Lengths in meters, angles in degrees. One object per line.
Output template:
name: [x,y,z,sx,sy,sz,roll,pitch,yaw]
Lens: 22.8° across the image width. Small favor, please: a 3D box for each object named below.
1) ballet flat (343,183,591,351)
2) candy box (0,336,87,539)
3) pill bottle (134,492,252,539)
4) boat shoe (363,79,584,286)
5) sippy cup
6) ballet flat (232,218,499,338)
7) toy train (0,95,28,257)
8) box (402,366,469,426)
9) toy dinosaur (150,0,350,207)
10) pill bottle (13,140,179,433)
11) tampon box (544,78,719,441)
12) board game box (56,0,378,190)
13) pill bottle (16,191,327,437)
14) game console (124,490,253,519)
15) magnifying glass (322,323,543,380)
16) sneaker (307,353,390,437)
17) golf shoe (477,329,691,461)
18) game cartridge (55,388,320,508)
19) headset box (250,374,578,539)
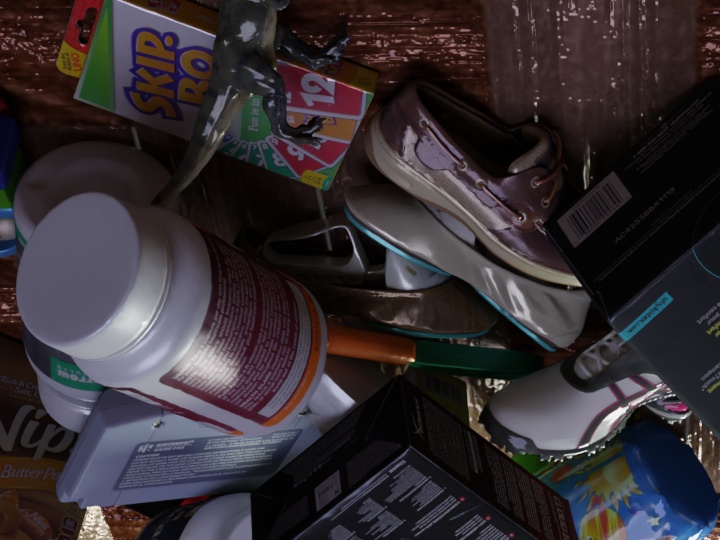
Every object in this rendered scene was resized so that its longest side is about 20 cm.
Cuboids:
ballet flat: [0.081,-0.019,1.210,0.199,0.070,0.069,32,133,-23]
candy box: [-0.262,0.156,1.351,0.114,0.201,0.055,24,137,-14]
pill bottle: [-0.102,0.229,1.373,0.110,0.112,0.200,28,158,-18]
boat shoe: [0.101,-0.060,1.152,0.199,0.073,0.072,32,135,-12]
sippy cup: [0.195,0.186,1.351,0.130,0.140,0.177,-43,155,29]
ballet flat: [0.000,0.000,1.247,0.198,0.068,0.073,8,118,9]
toy train: [-0.323,-0.062,1.235,0.197,0.085,0.116,3,150,9]
box: [0.015,0.169,1.367,0.050,0.076,0.201,23,119,-14]
toy dinosaur: [-0.058,-0.124,1.099,0.087,0.047,0.202,16,102,-16]
pill bottle: [-0.183,0.017,1.255,0.112,0.114,0.201,9,136,2]
tampon box: [0.244,0.013,1.121,0.150,0.127,0.200,-41,119,10]
board game box: [-0.097,-0.123,1.158,0.198,0.030,0.096,21,135,-7]
pill bottle: [-0.117,0.028,1.127,0.113,0.115,0.200,-17,154,26]
game console: [-0.109,0.157,1.452,0.176,0.031,0.200,29,134,-13]
magnifying glass: [0.048,0.058,1.253,0.198,0.023,0.079,9,172,-38]
sneaker: [-0.014,0.129,1.259,0.115,0.074,0.200,-39,112,20]
golf shoe: [0.173,0.068,1.237,0.198,0.077,0.089,-14,129,-19]
game cartridge: [-0.112,0.120,1.306,0.198,0.042,0.134,-2,140,-30]
headset box: [0.045,0.185,1.220,0.199,0.078,0.149,36,116,-29]
